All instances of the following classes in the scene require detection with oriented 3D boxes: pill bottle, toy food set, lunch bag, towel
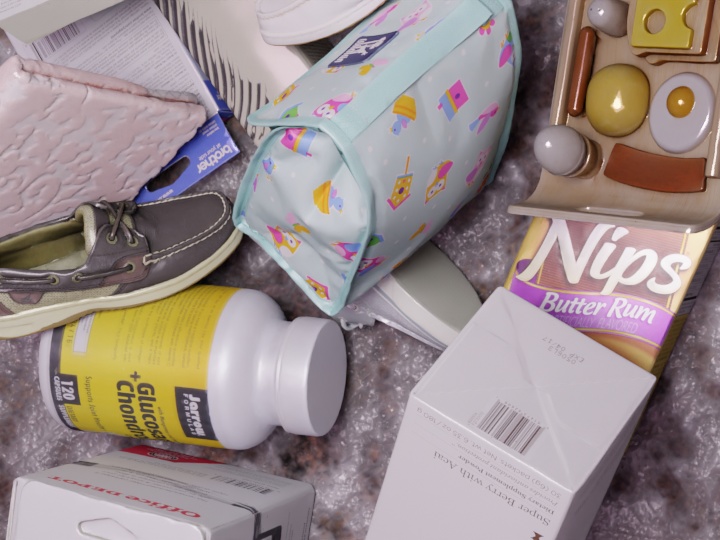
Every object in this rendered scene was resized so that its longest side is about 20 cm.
[{"bbox_3d":[-0.116,0.066,1.482,0.198,0.112,0.113,5,94,20],"label":"pill bottle"},{"bbox_3d":[0.168,-0.127,1.333,0.143,0.060,0.202,7,88,40],"label":"toy food set"},{"bbox_3d":[0.016,-0.090,1.354,0.122,0.200,0.170,42,65,13],"label":"lunch bag"},{"bbox_3d":[-0.226,-0.064,1.434,0.200,0.190,0.032,-43,63,26],"label":"towel"}]

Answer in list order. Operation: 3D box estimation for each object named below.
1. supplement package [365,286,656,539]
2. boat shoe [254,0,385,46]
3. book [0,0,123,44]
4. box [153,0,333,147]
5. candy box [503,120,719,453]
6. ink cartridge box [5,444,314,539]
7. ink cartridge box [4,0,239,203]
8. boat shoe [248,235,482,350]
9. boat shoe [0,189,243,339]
[{"bbox_3d":[0.089,0.137,1.361,0.121,0.120,0.201,30,138,14],"label":"supplement package"},{"bbox_3d":[0.003,-0.211,1.354,0.199,0.071,0.069,-25,126,29],"label":"boat shoe"},{"bbox_3d":[-0.183,-0.267,1.455,0.133,0.048,0.201,-16,55,35],"label":"book"},{"bbox_3d":[-0.089,-0.182,1.478,0.068,0.082,0.201,-39,79,18],"label":"box"},{"bbox_3d":[0.160,0.014,1.413,0.116,0.056,0.201,26,99,18],"label":"candy box"},{"bbox_3d":[-0.136,0.183,1.448,0.144,0.200,0.084,12,96,18],"label":"ink cartridge box"},{"bbox_3d":[-0.171,-0.140,1.529,0.119,0.042,0.201,-33,79,20],"label":"ink cartridge box"},{"bbox_3d":[-0.001,0.000,1.470,0.200,0.070,0.072,38,124,12],"label":"boat shoe"},{"bbox_3d":[-0.179,-0.014,1.450,0.200,0.066,0.072,-20,44,-5],"label":"boat shoe"}]
